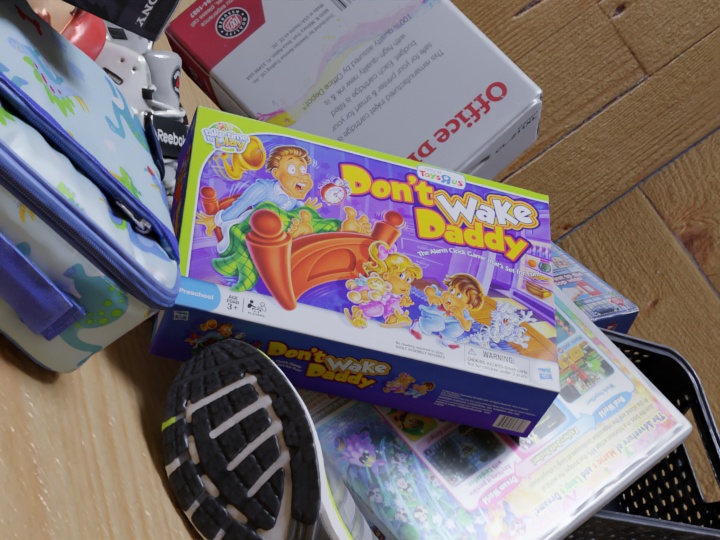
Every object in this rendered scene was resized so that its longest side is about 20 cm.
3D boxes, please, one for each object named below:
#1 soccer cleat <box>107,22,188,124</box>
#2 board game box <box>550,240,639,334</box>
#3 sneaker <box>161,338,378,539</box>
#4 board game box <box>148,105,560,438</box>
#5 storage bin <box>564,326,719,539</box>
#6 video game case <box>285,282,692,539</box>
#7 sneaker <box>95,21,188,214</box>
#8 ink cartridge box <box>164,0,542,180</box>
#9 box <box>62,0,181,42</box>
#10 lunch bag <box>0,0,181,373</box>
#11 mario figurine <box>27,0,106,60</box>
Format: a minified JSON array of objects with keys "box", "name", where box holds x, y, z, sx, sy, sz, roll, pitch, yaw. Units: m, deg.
[{"box":[-0.155,-0.151,0.986,0.200,0.085,0.069,45,13,-43],"name":"soccer cleat"},{"box":[0.097,0.036,1.226,0.062,0.200,0.200,-10,50,-33],"name":"board game box"},{"box":[-0.029,0.125,0.740,0.200,0.074,0.081,63,2,14],"name":"sneaker"},{"box":[0.000,0.000,0.820,0.200,0.045,0.135,13,49,-13],"name":"board game box"},{"box":[0.123,0.112,0.952,0.200,0.094,0.135,15,49,-38],"name":"storage bin"},{"box":[0.053,0.066,0.837,0.200,0.024,0.182,-29,69,-38],"name":"video game case"},{"box":[-0.126,-0.075,0.871,0.200,0.088,0.074,57,9,7],"name":"sneaker"},{"box":[-0.003,-0.118,1.016,0.200,0.146,0.083,47,-8,15],"name":"ink cartridge box"},{"box":[-0.179,-0.177,0.670,0.200,0.036,0.143,23,21,-39],"name":"box"},{"box":[-0.162,-0.059,0.668,0.200,0.082,0.161,46,16,-36],"name":"lunch bag"},{"box":[-0.194,-0.167,0.777,0.200,0.106,0.124,35,42,-48],"name":"mario figurine"}]
